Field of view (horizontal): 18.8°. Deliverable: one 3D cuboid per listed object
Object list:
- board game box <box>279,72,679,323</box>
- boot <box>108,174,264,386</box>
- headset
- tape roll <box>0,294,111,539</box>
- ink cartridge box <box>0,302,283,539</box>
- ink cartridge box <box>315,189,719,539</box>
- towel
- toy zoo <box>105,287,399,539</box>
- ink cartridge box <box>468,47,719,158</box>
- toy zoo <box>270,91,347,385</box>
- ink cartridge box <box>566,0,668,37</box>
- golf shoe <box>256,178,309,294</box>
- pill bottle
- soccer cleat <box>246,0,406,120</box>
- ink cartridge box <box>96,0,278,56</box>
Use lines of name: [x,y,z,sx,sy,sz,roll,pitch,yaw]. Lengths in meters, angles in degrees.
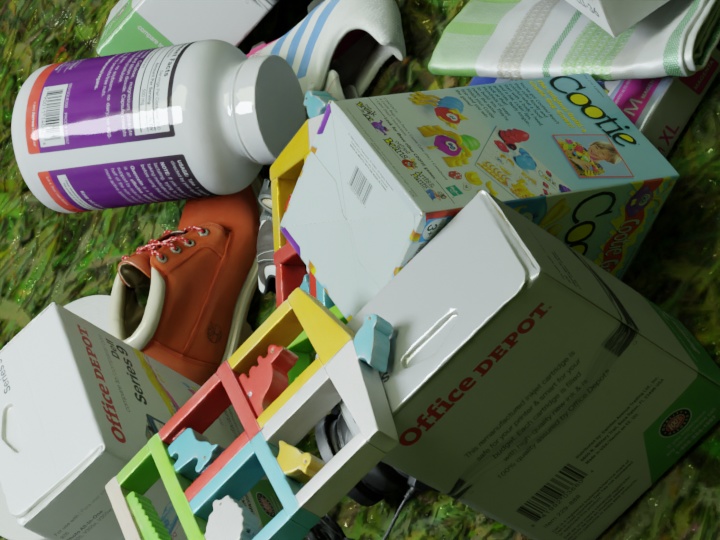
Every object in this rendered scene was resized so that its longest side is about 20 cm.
board game box: [0.071,-0.041,1.307,0.105,0.200,0.103,53,136,33]
boot: [-0.125,-0.009,1.588,0.075,0.107,0.200,-20,51,39]
headset: [0.018,0.105,1.383,0.123,0.094,0.200,-15,45,39]
tape roll: [-0.215,0.116,1.650,0.203,0.037,0.203,-24,50,34]
ink cartridge box: [-0.147,0.130,1.448,0.088,0.200,0.145,-44,42,15]
ink cartridge box: [0.096,0.062,1.249,0.146,0.200,0.084,-45,42,14]
towel: [0.154,-0.180,1.419,0.200,0.031,0.149,4,46,36]
toy zoo: [-0.054,0.097,1.208,0.200,0.020,0.131,-46,40,12]
ink cartridge box: [0.137,-0.124,1.451,0.200,0.042,0.119,29,87,51]
toy zoo: [-0.021,-0.021,1.415,0.131,0.020,0.200,-32,57,59]
ink cartridge box: [0.171,-0.223,1.382,0.200,0.068,0.116,-33,35,-5]
golf shoe: [0.000,0.000,1.496,0.200,0.078,0.095,21,98,51]
pill bottle: [-0.145,-0.105,1.579,0.200,0.112,0.113,-5,61,26]
soccer cleat: [-0.049,-0.133,1.617,0.200,0.070,0.086,-40,49,21]
ink cartridge box: [-0.106,-0.232,1.683,0.200,0.084,0.146,-46,14,13]
